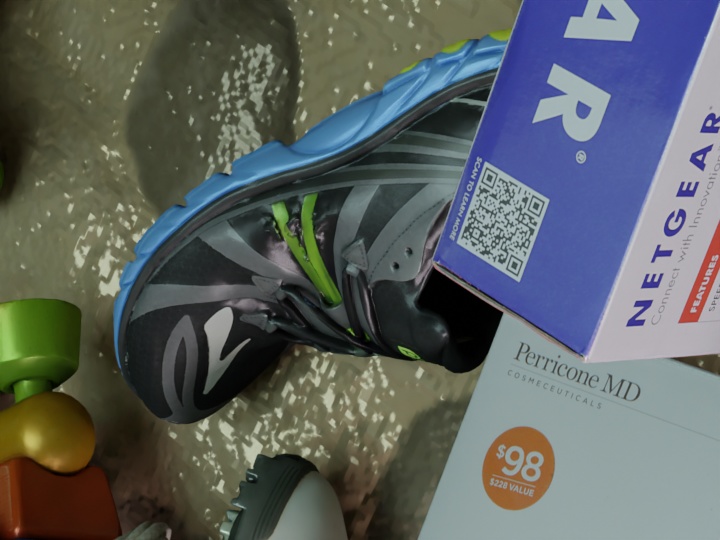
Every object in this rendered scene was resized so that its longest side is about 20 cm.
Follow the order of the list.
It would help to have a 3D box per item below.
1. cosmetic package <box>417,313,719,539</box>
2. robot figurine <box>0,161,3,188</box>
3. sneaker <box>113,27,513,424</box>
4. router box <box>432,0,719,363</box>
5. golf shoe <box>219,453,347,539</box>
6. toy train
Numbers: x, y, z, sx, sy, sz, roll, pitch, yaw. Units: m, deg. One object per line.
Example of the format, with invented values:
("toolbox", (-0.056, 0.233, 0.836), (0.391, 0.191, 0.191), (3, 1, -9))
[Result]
("cosmetic package", (0.102, 0.110, 0.788), (0.200, 0.052, 0.151), (19, 85, 36))
("robot figurine", (-0.205, -0.079, 1.001), (0.175, 0.116, 0.200), (39, 114, 24))
("sneaker", (0.000, 0.000, 0.875), (0.199, 0.071, 0.083), (-30, 68, 31))
("router box", (0.120, -0.082, 0.639), (0.049, 0.179, 0.200), (33, 112, 37))
("golf shoe", (-0.003, 0.155, 0.898), (0.088, 0.077, 0.201), (-2, 91, 15))
("toy train", (-0.102, 0.060, 0.939), (0.200, 0.084, 0.116), (-27, 62, 48))
